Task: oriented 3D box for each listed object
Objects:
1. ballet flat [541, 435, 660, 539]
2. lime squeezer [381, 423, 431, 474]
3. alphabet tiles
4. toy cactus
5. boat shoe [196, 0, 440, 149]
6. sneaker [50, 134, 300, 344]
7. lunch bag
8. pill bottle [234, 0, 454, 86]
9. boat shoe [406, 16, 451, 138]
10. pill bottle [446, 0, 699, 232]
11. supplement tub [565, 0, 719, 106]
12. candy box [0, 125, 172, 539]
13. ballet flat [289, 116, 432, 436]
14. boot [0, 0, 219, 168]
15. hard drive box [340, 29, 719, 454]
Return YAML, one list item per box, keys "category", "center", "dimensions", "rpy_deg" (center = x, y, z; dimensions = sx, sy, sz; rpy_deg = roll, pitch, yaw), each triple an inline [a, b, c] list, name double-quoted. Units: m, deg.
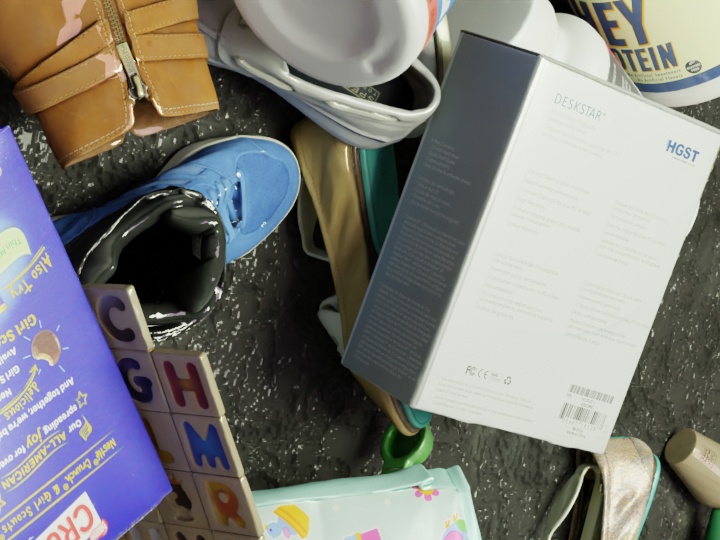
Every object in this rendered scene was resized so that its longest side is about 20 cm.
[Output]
- category: "ballet flat"
  center: [0.151, 0.210, 1.230]
  dimensions: [0.067, 0.068, 0.202]
  rpy_deg: [17, 80, -22]
- category: "lime squeezer"
  center: [0.044, 0.120, 1.095]
  dimensions: [0.070, 0.038, 0.202]
  rpy_deg: [-10, 88, -29]
- category: "alphabet tiles"
  center: [-0.120, 0.096, 0.895]
  dimensions: [0.006, 0.165, 0.202]
  rpy_deg: [-38, 121, -44]
- category: "toy cactus"
  center: [0.294, 0.178, 1.332]
  dimensions: [0.165, 0.102, 0.201]
  rpy_deg: [37, 81, -28]
- category: "boat shoe"
  center: [-0.046, -0.130, 0.955]
  dimensions: [0.199, 0.066, 0.072]
  rpy_deg: [33, 69, -16]
- category: "sneaker"
  center: [-0.087, -0.018, 0.941]
  dimensions: [0.199, 0.111, 0.078]
  rpy_deg: [-21, 111, -37]
- category: "lunch bag"
  center: [-0.014, 0.214, 1.004]
  dimensions: [0.169, 0.122, 0.202]
  rpy_deg: [-5, 97, -14]
- category: "pill bottle"
  center: [0.022, -0.198, 0.914]
  dimensions: [0.113, 0.111, 0.201]
  rpy_deg: [58, 49, -31]
- category: "boat shoe"
  center: [0.001, -0.169, 1.027]
  dimensions: [0.068, 0.075, 0.202]
  rpy_deg: [-20, 106, -27]
- category: "pill bottle"
  center: [0.123, -0.090, 1.114]
  dimensions: [0.200, 0.110, 0.111]
  rpy_deg: [46, 67, -37]
- category: "supplement tub"
  center: [0.185, -0.220, 1.125]
  dimensions: [0.145, 0.144, 0.200]
  rpy_deg: [-54, 126, -21]
- category: "candy box"
  center: [-0.198, 0.062, 0.811]
  dimensions: [0.169, 0.077, 0.202]
  rpy_deg: [-38, 113, -42]
- category: "ballet flat"
  center: [0.000, 0.000, 1.054]
  dimensions: [0.069, 0.062, 0.202]
  rpy_deg: [-27, 111, -60]
- category: "boot"
  center: [-0.102, -0.153, 0.888]
  dimensions: [0.199, 0.077, 0.156]
  rpy_deg: [-27, 90, -25]
- category: "hard drive box"
  center: [0.099, -0.013, 1.005]
  dimensions: [0.155, 0.077, 0.202]
  rpy_deg: [17, 97, -37]
